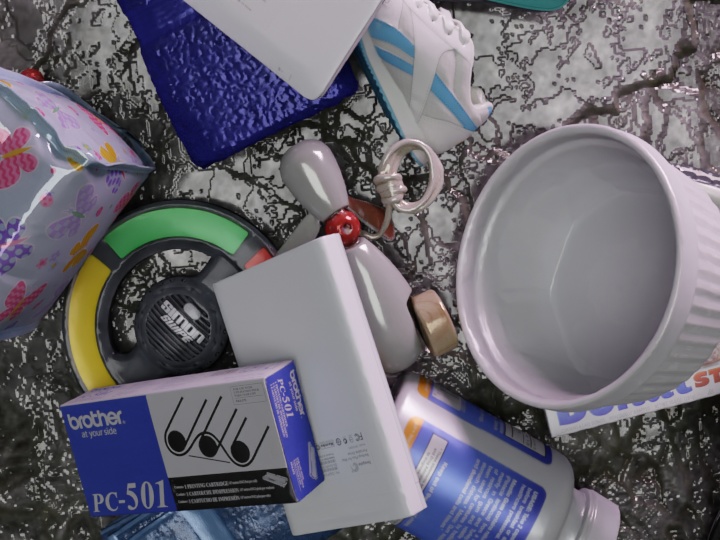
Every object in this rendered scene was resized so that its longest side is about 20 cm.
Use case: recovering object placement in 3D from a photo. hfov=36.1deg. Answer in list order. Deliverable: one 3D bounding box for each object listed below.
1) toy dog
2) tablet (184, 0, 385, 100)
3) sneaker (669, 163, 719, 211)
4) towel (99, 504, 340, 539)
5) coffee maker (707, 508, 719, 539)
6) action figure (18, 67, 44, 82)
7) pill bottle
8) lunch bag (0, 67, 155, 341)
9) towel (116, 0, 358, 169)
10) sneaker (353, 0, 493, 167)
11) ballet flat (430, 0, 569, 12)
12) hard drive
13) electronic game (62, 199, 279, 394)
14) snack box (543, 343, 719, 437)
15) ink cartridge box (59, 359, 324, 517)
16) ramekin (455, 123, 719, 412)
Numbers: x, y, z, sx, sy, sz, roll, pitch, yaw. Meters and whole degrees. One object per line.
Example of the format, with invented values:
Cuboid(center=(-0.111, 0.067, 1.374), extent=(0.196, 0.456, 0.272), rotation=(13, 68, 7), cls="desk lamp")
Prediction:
Cuboid(center=(0.000, 0.000, 0.857), extent=(0.130, 0.096, 0.203), rotation=(-6, 91, -10), cls="toy dog")
Cuboid(center=(-0.068, -0.225, 0.759), extent=(0.199, 0.014, 0.131), rotation=(39, 104, 14), cls="tablet")
Cuboid(center=(0.309, -0.021, 0.861), extent=(0.197, 0.078, 0.081), rotation=(19, 109, 8), cls="sneaker")
Cuboid(center=(-0.105, 0.207, 0.908), extent=(0.199, 0.049, 0.112), rotation=(-33, 95, 5), cls="towel")
Cuboid(center=(0.342, 0.195, 0.816), extent=(0.132, 0.192, 0.203), rotation=(1, 97, 2), cls="coffee maker")
Cuboid(center=(-0.342, -0.112, 0.855), extent=(0.198, 0.099, 0.066), rotation=(-26, 87, 2), cls="action figure")
Cuboid(center=(0.097, 0.173, 0.864), extent=(0.198, 0.112, 0.113), rotation=(29, 97, -1), cls="pill bottle")
Cuboid(center=(-0.249, -0.046, 0.807), extent=(0.127, 0.200, 0.170), rotation=(40, 97, 5), cls="lunch bag")
Cuboid(center=(-0.100, -0.195, 0.824), extent=(0.146, 0.050, 0.202), rotation=(-23, 96, 12), cls="towel")
Cuboid(center=(0.034, -0.176, 0.820), extent=(0.080, 0.077, 0.201), rotation=(-29, 129, 1), cls="sneaker")
Cuboid(center=(0.068, -0.241, 0.840), extent=(0.197, 0.073, 0.074), rotation=(8, 97, -4), cls="ballet flat")
Cuboid(center=(-0.034, 0.088, 0.814), extent=(0.131, 0.026, 0.203), rotation=(-20, 86, 43), cls="hard drive")
Cuboid(center=(-0.143, 0.044, 0.890), extent=(0.197, 0.042, 0.203), rotation=(0, 94, 5), cls="electronic game")
Cuboid(center=(0.240, 0.073, 0.890), extent=(0.197, 0.024, 0.073), rotation=(-15, 96, 4), cls="snack box")
Cuboid(center=(-0.129, 0.129, 0.830), extent=(0.198, 0.044, 0.095), rotation=(-10, 98, 30), cls="ink cartridge box")
Cuboid(center=(0.175, 0.004, 0.804), extent=(0.104, 0.199, 0.203), rotation=(11, 100, -41), cls="ramekin")
